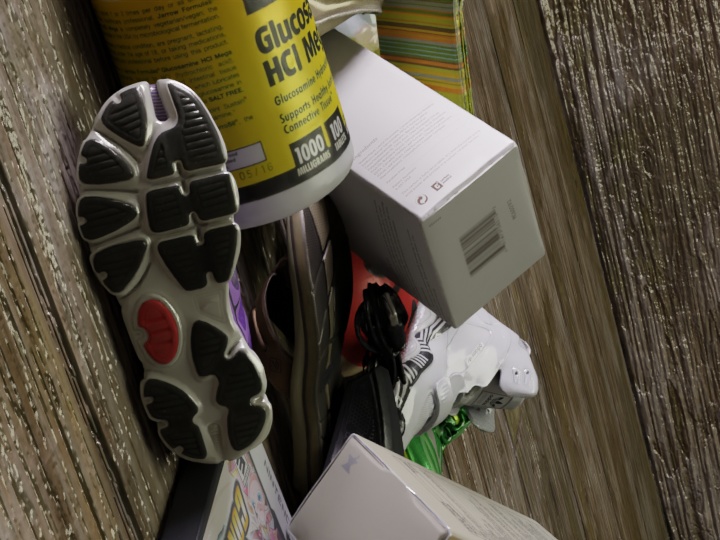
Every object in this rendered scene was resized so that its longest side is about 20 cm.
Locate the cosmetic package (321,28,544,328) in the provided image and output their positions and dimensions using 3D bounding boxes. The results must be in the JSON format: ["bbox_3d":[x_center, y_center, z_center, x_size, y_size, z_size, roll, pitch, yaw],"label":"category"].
[{"bbox_3d":[0.014,-0.065,1.115,0.200,0.085,0.108,39,-20,38],"label":"cosmetic package"}]

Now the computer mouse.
[{"bbox_3d":[0.009,0.119,1.105,0.139,0.052,0.201,83,20,-67],"label":"computer mouse"}]

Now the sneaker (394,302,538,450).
[{"bbox_3d":[0.066,0.091,1.292,0.115,0.075,0.200,33,44,-10],"label":"sneaker"}]

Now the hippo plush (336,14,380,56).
[{"bbox_3d":[0.034,-0.265,1.326,0.159,0.161,0.201,34,38,-25],"label":"hippo plush"}]

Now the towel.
[{"bbox_3d":[0.048,-0.099,1.167,0.018,0.086,0.201,-20,113,-32],"label":"towel"}]

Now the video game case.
[{"bbox_3d":[-0.061,0.193,0.939,0.200,0.025,0.182,-79,154,-59],"label":"video game case"}]

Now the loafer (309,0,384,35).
[{"bbox_3d":[-0.057,-0.160,1.085,0.199,0.075,0.069,-14,112,-47],"label":"loafer"}]

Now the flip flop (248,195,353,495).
[{"bbox_3d":[-0.041,0.045,1.096,0.081,0.057,0.201,-48,142,-64],"label":"flip flop"}]

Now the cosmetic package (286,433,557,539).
[{"bbox_3d":[0.061,0.178,1.033,0.200,0.071,0.105,31,8,-44],"label":"cosmetic package"}]

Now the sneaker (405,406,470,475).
[{"bbox_3d":[0.057,0.103,1.369,0.201,0.083,0.074,-86,169,-46],"label":"sneaker"}]

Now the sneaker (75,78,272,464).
[{"bbox_3d":[-0.097,0.000,0.899,0.083,0.080,0.201,-113,-166,-72],"label":"sneaker"}]

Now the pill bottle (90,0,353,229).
[{"bbox_3d":[-0.081,-0.132,0.943,0.113,0.112,0.201,-75,151,-62],"label":"pill bottle"}]

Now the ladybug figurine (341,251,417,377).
[{"bbox_3d":[0.000,0.000,1.254,0.200,0.071,0.136,-73,149,-63],"label":"ladybug figurine"}]
